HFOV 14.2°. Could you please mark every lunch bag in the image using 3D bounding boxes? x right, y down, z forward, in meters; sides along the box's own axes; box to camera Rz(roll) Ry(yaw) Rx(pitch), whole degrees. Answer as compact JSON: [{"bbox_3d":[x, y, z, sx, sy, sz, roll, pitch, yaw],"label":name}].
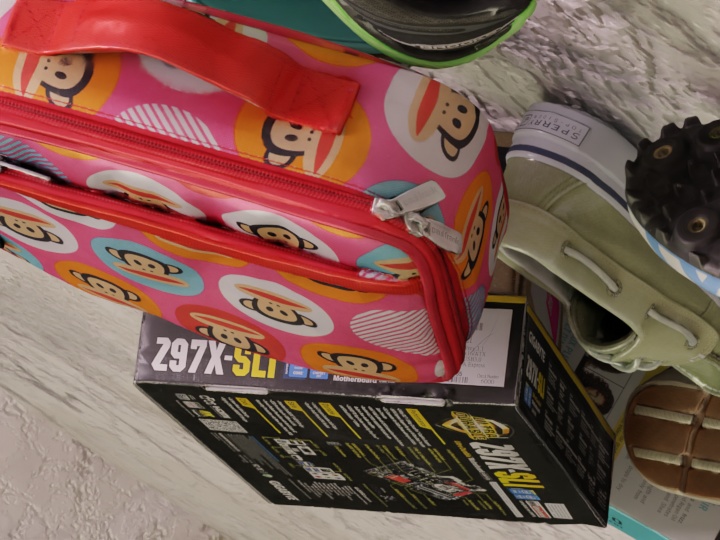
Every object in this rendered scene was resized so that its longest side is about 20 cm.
[{"bbox_3d":[-0.050,-0.039,0.991,0.199,0.082,0.176,16,161,13],"label":"lunch bag"}]

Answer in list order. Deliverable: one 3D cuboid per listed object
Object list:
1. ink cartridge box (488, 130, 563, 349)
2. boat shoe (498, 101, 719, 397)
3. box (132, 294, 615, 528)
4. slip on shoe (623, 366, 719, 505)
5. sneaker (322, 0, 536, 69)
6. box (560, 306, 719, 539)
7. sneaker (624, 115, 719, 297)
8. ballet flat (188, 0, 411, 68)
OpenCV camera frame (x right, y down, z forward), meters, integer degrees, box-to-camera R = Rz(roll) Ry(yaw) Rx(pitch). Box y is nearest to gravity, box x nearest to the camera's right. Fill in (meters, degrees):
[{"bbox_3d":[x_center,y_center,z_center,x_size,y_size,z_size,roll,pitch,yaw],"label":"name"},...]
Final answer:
[{"bbox_3d":[0.000,0.000,1.234,0.163,0.076,0.200,5,162,8],"label":"ink cartridge box"},{"bbox_3d":[0.105,0.006,1.142,0.072,0.062,0.200,21,165,43],"label":"boat shoe"},{"bbox_3d":[0.011,0.058,1.206,0.158,0.050,0.200,1,162,16],"label":"box"},{"bbox_3d":[0.207,0.083,1.225,0.199,0.077,0.060,12,-161,38],"label":"slip on shoe"},{"bbox_3d":[-0.024,-0.133,0.898,0.199,0.077,0.084,25,166,-20],"label":"sneaker"},{"bbox_3d":[0.112,0.066,1.333,0.199,0.083,0.049,29,170,13],"label":"box"},{"bbox_3d":[0.173,0.010,0.951,0.199,0.072,0.073,26,152,25],"label":"sneaker"},{"bbox_3d":[-0.079,-0.095,1.077,0.199,0.075,0.074,18,170,-8],"label":"ballet flat"}]
